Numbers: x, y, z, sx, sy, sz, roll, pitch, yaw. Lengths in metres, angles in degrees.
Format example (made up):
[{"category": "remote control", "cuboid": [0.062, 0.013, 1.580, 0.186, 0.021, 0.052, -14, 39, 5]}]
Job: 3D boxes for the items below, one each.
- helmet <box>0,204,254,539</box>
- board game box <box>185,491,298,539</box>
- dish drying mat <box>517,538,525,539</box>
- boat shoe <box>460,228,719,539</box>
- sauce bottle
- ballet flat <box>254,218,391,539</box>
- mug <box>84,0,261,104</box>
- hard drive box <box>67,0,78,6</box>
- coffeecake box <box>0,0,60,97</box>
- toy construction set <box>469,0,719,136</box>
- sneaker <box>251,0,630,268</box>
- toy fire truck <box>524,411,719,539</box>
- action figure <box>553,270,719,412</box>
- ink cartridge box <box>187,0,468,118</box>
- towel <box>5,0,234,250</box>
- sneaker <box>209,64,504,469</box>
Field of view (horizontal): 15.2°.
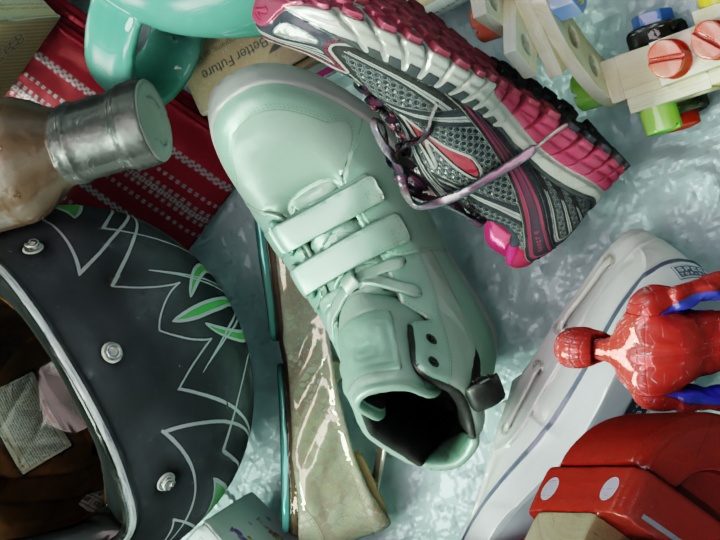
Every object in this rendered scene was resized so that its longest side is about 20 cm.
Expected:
[{"category": "helmet", "cuboid": [-0.144, 0.061, 1.311, 0.191, 0.200, 0.200, -31, 81, 12]}, {"category": "board game box", "cuboid": [-0.043, 0.236, 1.351, 0.200, 0.064, 0.148, 46, 112, 7]}, {"category": "dish drying mat", "cuboid": [0.070, 0.160, 1.268, 0.200, 0.018, 0.077, -12, 123, 2]}, {"category": "boat shoe", "cuboid": [0.100, 0.073, 1.284, 0.200, 0.074, 0.065, -56, 41, 13]}, {"category": "sauce bottle", "cuboid": [-0.185, -0.045, 1.258, 0.200, 0.065, 0.065, -16, 88, 15]}, {"category": "ballet flat", "cuboid": [-0.016, 0.037, 1.343, 0.062, 0.067, 0.200, -5, 98, 0]}, {"category": "mug", "cuboid": [-0.066, -0.166, 1.225, 0.152, 0.114, 0.185, 0, 95, 26]}, {"category": "hard drive box", "cuboid": [-0.247, -0.180, 1.416, 0.200, 0.077, 0.156, 43, 112, 16]}, {"category": "coffeecake box", "cuboid": [-0.273, -0.134, 1.349, 0.200, 0.073, 0.154, 45, 114, 15]}, {"category": "toy construction set", "cuboid": [0.150, -0.106, 1.199, 0.200, 0.131, 0.092, -1, 94, 26]}, {"category": "sneaker", "cuboid": [0.031, -0.067, 1.195, 0.075, 0.200, 0.081, -52, 31, 10]}, {"category": "toy fire truck", "cuboid": [0.184, 0.104, 1.174, 0.129, 0.176, 0.200, -9, 49, 62]}, {"category": "action figure", "cuboid": [0.186, 0.031, 1.208, 0.200, 0.052, 0.066, -2, 105, 0]}, {"category": "ink cartridge box", "cuboid": [-0.015, -0.189, 1.303, 0.200, 0.075, 0.165, -26, 85, 25]}, {"category": "towel", "cuboid": [-0.162, -0.030, 1.395, 0.145, 0.022, 0.200, 35, 111, -7]}, {"category": "sneaker", "cuboid": [0.001, 0.000, 1.238, 0.074, 0.118, 0.200, -32, 111, 17]}]
